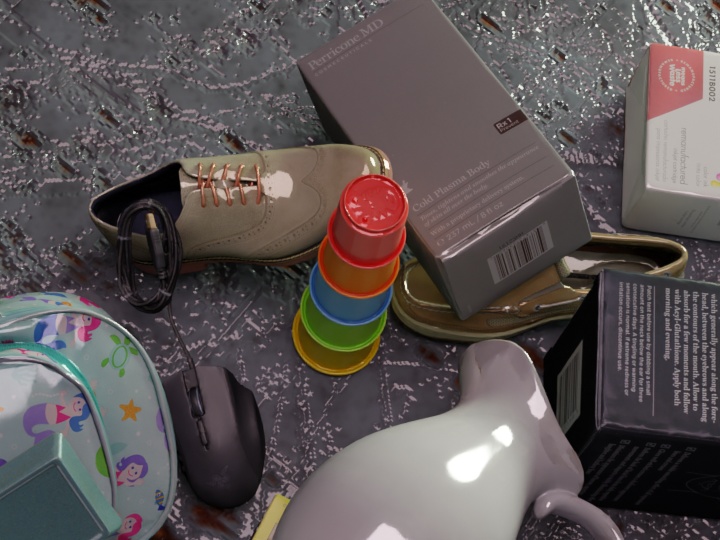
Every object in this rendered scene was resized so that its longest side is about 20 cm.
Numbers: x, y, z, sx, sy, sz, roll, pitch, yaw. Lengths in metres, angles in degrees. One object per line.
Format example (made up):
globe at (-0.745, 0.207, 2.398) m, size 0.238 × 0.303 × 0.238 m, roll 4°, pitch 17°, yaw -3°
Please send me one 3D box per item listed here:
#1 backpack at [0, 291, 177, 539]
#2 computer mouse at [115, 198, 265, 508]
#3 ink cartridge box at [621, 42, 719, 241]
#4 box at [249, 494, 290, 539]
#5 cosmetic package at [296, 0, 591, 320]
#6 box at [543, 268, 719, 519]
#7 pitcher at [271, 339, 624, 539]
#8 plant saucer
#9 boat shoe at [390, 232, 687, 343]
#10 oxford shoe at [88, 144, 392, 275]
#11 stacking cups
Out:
backpack at (-0.208, 0.105, 1.089) m, size 0.199 × 0.150 × 0.179 m, roll -16°, pitch 101°, yaw -21°
computer mouse at (-0.108, 0.054, 1.150) m, size 0.058 × 0.034 × 0.201 m, roll -19°, pitch 97°, yaw 9°
ink cartridge box at (0.287, -0.080, 1.297) m, size 0.198 × 0.068 × 0.117 m, roll 8°, pitch 66°, yaw -6°
box at (-0.079, 0.236, 1.100) m, size 0.050 × 0.075 × 0.201 m, roll 27°, pitch 64°, yaw 1°
cosmetic package at (0.052, -0.079, 1.210) m, size 0.106 × 0.090 × 0.200 m, roll -33°, pitch 58°, yaw -5°
box at (0.226, 0.085, 1.172) m, size 0.198 × 0.149 × 0.108 m, roll 8°, pitch 66°, yaw -6°
pitcher at (0.056, 0.159, 1.073) m, size 0.200 × 0.121 × 0.172 m, roll -36°, pitch 84°, yaw -37°
plant saucer at (-0.229, 0.169, 1.007) m, size 0.199 × 0.019 × 0.070 m, roll -33°, pitch 113°, yaw -5°
boat shoe at (0.119, -0.001, 1.231) m, size 0.198 × 0.076 × 0.072 m, roll -7°, pitch 68°, yaw -12°
oxford shoe at (-0.077, -0.041, 1.170) m, size 0.199 × 0.074 × 0.071 m, roll -15°, pitch 68°, yaw 21°
stacking cups at (0.000, 0.000, 1.144) m, size 0.060 × 0.200 × 0.061 m, roll 4°, pitch 64°, yaw -9°
